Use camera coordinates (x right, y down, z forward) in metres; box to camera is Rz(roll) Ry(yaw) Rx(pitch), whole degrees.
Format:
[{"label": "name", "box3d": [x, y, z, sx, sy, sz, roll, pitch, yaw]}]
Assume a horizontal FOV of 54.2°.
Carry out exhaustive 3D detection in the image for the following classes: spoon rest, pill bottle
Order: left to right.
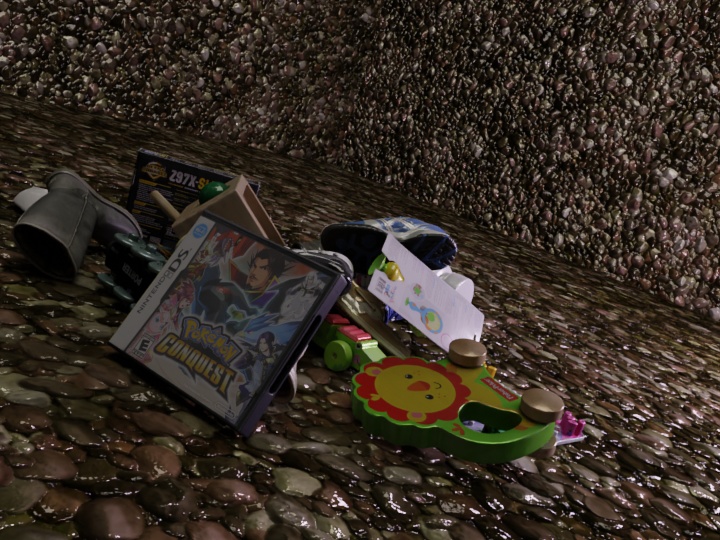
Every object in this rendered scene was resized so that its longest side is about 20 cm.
[{"label": "spoon rest", "box3d": [-0.505, -0.101, 1.142, 0.099, 0.061, 0.200, 11, 0, -32]}, {"label": "pill bottle", "box3d": [0.096, 0.023, 1.275, 0.199, 0.114, 0.113, 26, 15, 31]}]

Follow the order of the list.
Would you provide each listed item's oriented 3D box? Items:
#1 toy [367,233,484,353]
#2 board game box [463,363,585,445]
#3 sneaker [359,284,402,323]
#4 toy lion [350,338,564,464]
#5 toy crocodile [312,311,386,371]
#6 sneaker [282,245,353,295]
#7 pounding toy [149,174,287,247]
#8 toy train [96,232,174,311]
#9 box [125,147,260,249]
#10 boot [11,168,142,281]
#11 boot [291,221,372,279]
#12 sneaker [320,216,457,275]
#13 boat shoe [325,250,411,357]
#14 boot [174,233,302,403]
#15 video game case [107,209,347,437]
[{"label": "toy", "box3d": [0.087, 0.052, 0.993, 0.200, 0.047, 0.115, 42, 43, -20]}, {"label": "board game box", "box3d": [0.171, 0.172, 0.937, 0.199, 0.026, 0.200, 6, 17, -43]}, {"label": "sneaker", "box3d": [0.020, 0.066, 1.096, 0.198, 0.081, 0.115, 5, 24, -35]}, {"label": "toy lion", "box3d": [0.094, 0.151, 0.790, 0.191, 0.069, 0.200, -11, 28, -32]}, {"label": "toy crocodile", "box3d": [-0.035, 0.085, 0.941, 0.200, 0.062, 0.067, 28, 16, 38]}, {"label": "sneaker", "box3d": [-0.099, 0.003, 0.891, 0.199, 0.067, 0.091, 4, 11, -13]}, {"label": "pounding toy", "box3d": [-0.203, -0.047, 1.011, 0.201, 0.142, 0.184, 59, 2, -16]}, {"label": "toy train", "box3d": [-0.256, 0.015, 0.910, 0.114, 0.086, 0.200, 18, 8, -46]}, {"label": "box", "box3d": [-0.279, -0.094, 1.152, 0.199, 0.161, 0.049, 14, 12, -12]}, {"label": "boot", "box3d": [-0.388, -0.048, 0.990, 0.182, 0.073, 0.200, 40, 10, -30]}, {"label": "boot", "box3d": [0.000, 0.000, 1.072, 0.199, 0.068, 0.130, 28, 35, 23]}, {"label": "sneaker", "box3d": [0.038, -0.040, 1.039, 0.199, 0.076, 0.077, 6, 25, -10]}, {"label": "boat shoe", "box3d": [0.002, 0.051, 0.981, 0.200, 0.066, 0.074, 43, -18, 2]}, {"label": "boot", "box3d": [-0.140, 0.049, 0.792, 0.200, 0.072, 0.155, 43, 18, -14]}, {"label": "video game case", "box3d": [-0.141, 0.044, 0.727, 0.199, 0.181, 0.026, 24, -17, 29]}]
